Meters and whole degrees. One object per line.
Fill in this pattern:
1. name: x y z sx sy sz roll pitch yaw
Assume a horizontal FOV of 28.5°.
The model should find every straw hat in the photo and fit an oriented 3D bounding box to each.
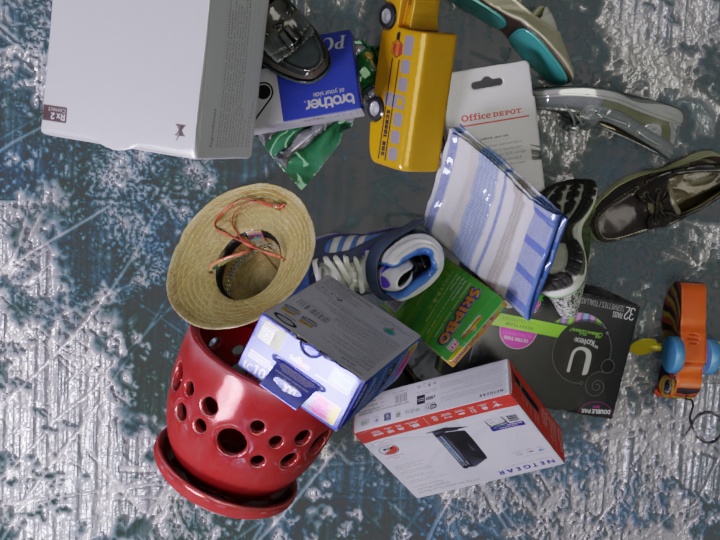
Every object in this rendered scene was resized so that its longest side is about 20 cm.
1. straw hat: -0.121 0.004 1.643 0.201 0.201 0.085 -37 140 -4

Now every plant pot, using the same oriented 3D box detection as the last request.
1. plant pot: -0.132 0.168 1.631 0.200 0.201 0.183 18 111 -15

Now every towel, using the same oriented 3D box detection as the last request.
1. towel: 0.147 -0.056 1.608 0.024 0.200 0.147 -11 131 -36

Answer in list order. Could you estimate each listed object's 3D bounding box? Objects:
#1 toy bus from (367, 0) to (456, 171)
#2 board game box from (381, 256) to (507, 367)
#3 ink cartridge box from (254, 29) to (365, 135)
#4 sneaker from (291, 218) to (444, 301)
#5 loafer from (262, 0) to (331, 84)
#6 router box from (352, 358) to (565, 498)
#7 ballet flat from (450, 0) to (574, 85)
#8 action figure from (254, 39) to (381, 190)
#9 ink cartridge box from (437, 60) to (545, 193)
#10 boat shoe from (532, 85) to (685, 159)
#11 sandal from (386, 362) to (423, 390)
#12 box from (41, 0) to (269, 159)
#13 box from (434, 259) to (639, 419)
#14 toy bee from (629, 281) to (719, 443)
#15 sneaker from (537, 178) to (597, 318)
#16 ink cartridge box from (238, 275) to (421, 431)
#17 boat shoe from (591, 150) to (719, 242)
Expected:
1. toy bus: 0.060 -0.220 1.636 0.065 0.078 0.201 -3 107 -39
2. board game box: 0.099 0.043 1.659 0.030 0.200 0.096 41 89 -26
3. ink cartridge box: -0.100 -0.208 1.612 0.199 0.044 0.094 -9 84 5
4. sneaker: 0.000 0.000 1.657 0.199 0.146 0.081 -15 103 -10
5. loafer: -0.112 -0.286 1.574 0.072 0.063 0.200 -41 69 -7
6. router box: 0.119 0.191 1.679 0.199 0.049 0.180 -17 140 22
7. ballet flat: 0.189 -0.304 1.692 0.200 0.069 0.070 37 90 -15
8. action figure: -0.031 -0.204 1.666 0.200 0.055 0.118 -41 103 -7
9. ink cartridge box: 0.152 -0.146 1.706 0.115 0.068 0.201 -10 102 -12
10. boat shoe: 0.301 -0.185 1.731 0.201 0.074 0.065 10 93 -21
11. sandal: 0.049 0.145 1.739 0.082 0.055 0.200 -32 108 -5
12. box: -0.221 -0.230 1.532 0.198 0.131 0.201 11 99 22
13. box: 0.212 0.082 1.731 0.199 0.124 0.149 11 97 -15
14. toy bee: 0.400 0.119 1.802 0.130 0.109 0.201 24 69 -7
15. sneaker: 0.240 -0.025 1.660 0.077 0.200 0.089 -1 136 22
16. ink cartridge box: -0.038 0.090 1.547 0.136 0.200 0.077 33 113 13
17. boat shoe: 0.376 -0.092 1.766 0.199 0.065 0.073 -28 106 -5
